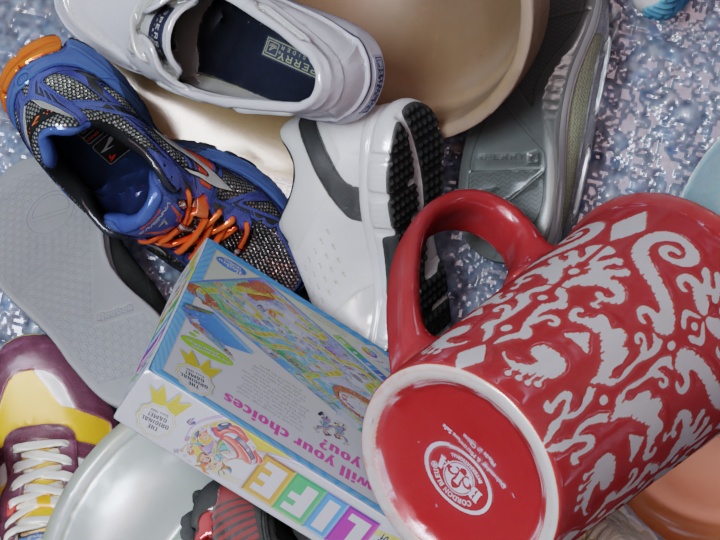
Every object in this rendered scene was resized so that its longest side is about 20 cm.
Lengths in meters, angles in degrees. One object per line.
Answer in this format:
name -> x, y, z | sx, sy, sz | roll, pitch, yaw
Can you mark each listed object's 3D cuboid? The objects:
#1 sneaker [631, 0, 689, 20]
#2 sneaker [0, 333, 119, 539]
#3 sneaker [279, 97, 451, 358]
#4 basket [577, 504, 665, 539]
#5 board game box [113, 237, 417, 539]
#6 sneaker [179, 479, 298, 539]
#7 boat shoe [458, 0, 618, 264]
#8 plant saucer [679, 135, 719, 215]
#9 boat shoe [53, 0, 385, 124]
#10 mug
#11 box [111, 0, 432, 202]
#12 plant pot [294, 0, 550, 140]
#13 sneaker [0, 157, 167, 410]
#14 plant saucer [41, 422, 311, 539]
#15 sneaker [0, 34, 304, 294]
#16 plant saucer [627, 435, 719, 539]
sneaker -> 0.150, -0.232, 1.211 | 0.080, 0.077, 0.201 | -1, 79, 12
sneaker -> -0.160, 0.130, 1.193 | 0.075, 0.090, 0.201 | -14, 85, 3
sneaker -> 0.000, 0.000, 1.187 | 0.080, 0.074, 0.201 | 11, 113, 28
basket -> 0.126, 0.243, 1.097 | 0.200, 0.161, 0.198 | 41, 91, -16
board game box -> -0.013, 0.078, 1.096 | 0.200, 0.135, 0.034 | 33, 118, -8
sneaker -> -0.015, 0.176, 1.042 | 0.098, 0.071, 0.201 | -32, 64, 15
boat shoe -> 0.098, -0.099, 1.211 | 0.074, 0.065, 0.203 | 2, 80, 25
plant saucer -> 0.258, 0.001, 1.160 | 0.200, 0.039, 0.202 | 0, 86, 5
boat shoe -> -0.084, -0.125, 1.137 | 0.200, 0.065, 0.074 | 16, 102, 28
mug -> 0.083, 0.053, 1.079 | 0.177, 0.200, 0.134 | 15, 119, 32
box -> -0.049, -0.113, 1.237 | 0.199, 0.021, 0.164 | 17, 86, 6
plant pot -> 0.018, -0.174, 1.160 | 0.201, 0.201, 0.093 | 35, 47, 6
sneaker -> -0.137, 0.024, 1.215 | 0.071, 0.099, 0.200 | -38, 53, -2
plant saucer -> -0.066, 0.155, 1.146 | 0.200, 0.050, 0.201 | -12, 114, -29
sneaker -> -0.107, -0.036, 1.168 | 0.200, 0.079, 0.075 | 34, 112, -26
plant saucer -> 0.200, 0.064, 1.197 | 0.199, 0.037, 0.201 | 0, 86, 5
